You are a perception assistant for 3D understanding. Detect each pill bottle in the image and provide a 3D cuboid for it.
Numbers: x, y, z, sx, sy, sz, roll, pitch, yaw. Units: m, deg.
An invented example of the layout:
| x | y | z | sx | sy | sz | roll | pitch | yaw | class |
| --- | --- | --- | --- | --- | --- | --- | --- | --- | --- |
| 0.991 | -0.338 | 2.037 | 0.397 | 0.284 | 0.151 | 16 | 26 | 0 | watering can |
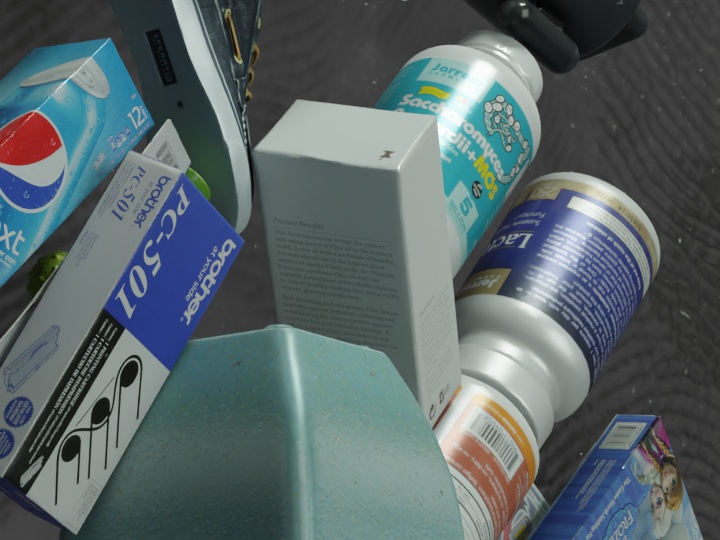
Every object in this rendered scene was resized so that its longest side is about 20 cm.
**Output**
| x | y | z | sx | sy | sz | roll | pitch | yaw | class |
| --- | --- | --- | --- | --- | --- | --- | --- | --- | --- |
| 0.028 | 0.168 | 1.840 | 0.200 | 0.112 | 0.113 | -52 | 125 | -39 | pill bottle |
| 0.051 | -0.076 | 1.891 | 0.200 | 0.110 | 0.111 | -55 | 127 | -38 | pill bottle |
| 0.123 | 0.035 | 1.965 | 0.116 | 0.115 | 0.200 | 59 | 45 | -29 | pill bottle |

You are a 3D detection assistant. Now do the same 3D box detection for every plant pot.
| x | y | z | sx | sy | sz | roll | pitch | yaw | class |
| --- | --- | --- | --- | --- | --- | --- | --- | --- | --- |
| -0.058 | 0.142 | 1.671 | 0.196 | 0.195 | 0.202 | 18 | 67 | -55 | plant pot |

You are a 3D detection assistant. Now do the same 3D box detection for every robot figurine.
| x | y | z | sx | sy | sz | roll | pitch | yaw | class |
| --- | --- | --- | --- | --- | --- | --- | --- | --- | --- |
| 0.127 | -0.226 | 1.986 | 0.125 | 0.150 | 0.200 | -50 | 134 | 4 | robot figurine |

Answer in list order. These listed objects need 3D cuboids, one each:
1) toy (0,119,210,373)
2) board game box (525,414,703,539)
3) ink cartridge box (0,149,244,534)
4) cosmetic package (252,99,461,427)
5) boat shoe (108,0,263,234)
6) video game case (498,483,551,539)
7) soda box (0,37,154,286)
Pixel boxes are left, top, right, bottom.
| x | y | z | sx | sy | sz | roll | pitch | yaw | class |
| --- | --- | --- | --- | --- | --- | --- | --- | --- | --- |
| -0.162 | 0.015 | 1.658 | 0.200 | 0.047 | 0.115 | -52 | 143 | -25 | toy |
| 0.190 | 0.244 | 2.051 | 0.200 | 0.043 | 0.200 | -49 | 128 | -43 | board game box |
| -0.147 | 0.041 | 1.608 | 0.201 | 0.044 | 0.094 | -61 | 149 | -12 | ink cartridge box |
| 0.000 | 0.000 | 1.781 | 0.071 | 0.101 | 0.201 | -53 | 145 | -50 | cosmetic package |
| -0.090 | -0.124 | 1.751 | 0.091 | 0.070 | 0.202 | -28 | 108 | -47 | boat shoe |
| 0.096 | 0.237 | 1.987 | 0.200 | 0.023 | 0.183 | 55 | 48 | -33 | video game case |
| -0.205 | -0.051 | 1.604 | 0.200 | 0.067 | 0.064 | -51 | 125 | -40 | soda box |
